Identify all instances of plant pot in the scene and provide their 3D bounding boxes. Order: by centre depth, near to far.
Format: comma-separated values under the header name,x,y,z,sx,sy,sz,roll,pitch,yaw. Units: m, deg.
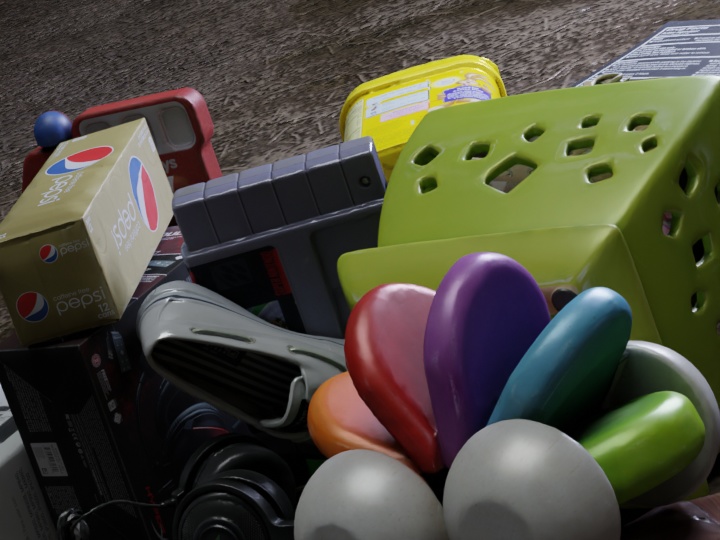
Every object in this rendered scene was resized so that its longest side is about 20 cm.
name,x,y,z,sx,sy,sz,roll,pitch,yaw
plant pot,0.113,0.026,1.137,0.199,0.199,0.182,-6,28,33

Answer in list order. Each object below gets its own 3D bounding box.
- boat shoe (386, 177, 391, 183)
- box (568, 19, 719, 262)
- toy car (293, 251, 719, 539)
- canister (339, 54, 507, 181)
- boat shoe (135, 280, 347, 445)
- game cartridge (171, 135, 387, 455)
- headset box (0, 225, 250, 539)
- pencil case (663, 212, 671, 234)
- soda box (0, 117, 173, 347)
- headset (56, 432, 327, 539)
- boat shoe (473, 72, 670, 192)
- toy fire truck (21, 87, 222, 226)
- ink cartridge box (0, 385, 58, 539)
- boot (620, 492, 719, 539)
name,x,y,z,sx,sy,sz,roll,pitch,yaw
boat shoe,0.002,0.000,1.297,0.074,0.200,0.066,-12,46,-35
box,0.252,-0.088,1.431,0.200,0.124,0.198,5,30,46
toy car,0.061,0.067,0.965,0.200,0.150,0.175,-14,8,38
canister,0.054,-0.103,1.713,0.148,0.087,0.200,-15,20,7
boat shoe,-0.041,0.074,1.203,0.199,0.074,0.067,19,25,-11
game cartridge,-0.026,0.027,1.235,0.129,0.200,0.038,-17,27,3
headset box,-0.125,0.068,1.286,0.075,0.149,0.200,-5,22,32
pencil case,0.114,0.006,1.351,0.199,0.088,0.087,-10,20,20
soda box,-0.167,-0.027,1.255,0.064,0.068,0.200,-15,19,10
headset,-0.071,0.150,1.165,0.199,0.094,0.124,-2,13,-2
boat shoe,0.129,-0.088,1.333,0.200,0.063,0.073,-12,49,43
toy fire truck,-0.193,-0.059,1.679,0.199,0.168,0.112,-7,21,28
ink cartridge box,-0.230,0.125,1.320,0.144,0.084,0.200,-5,23,32
boot,0.098,0.166,0.939,0.199,0.064,0.186,-15,5,-3
